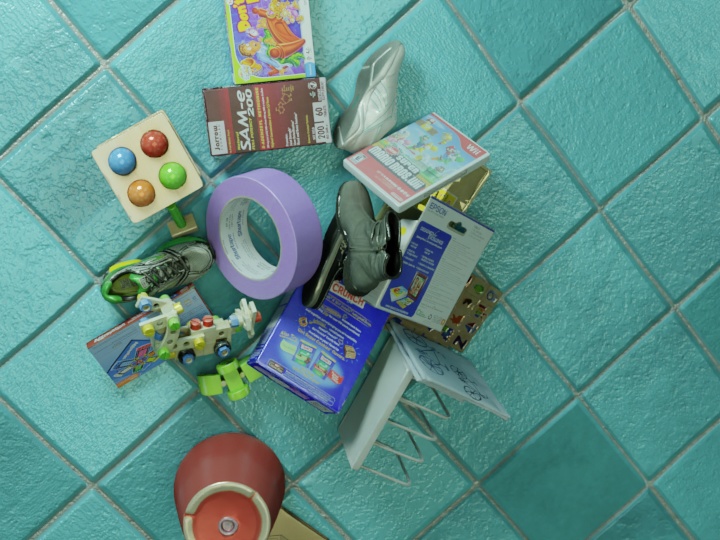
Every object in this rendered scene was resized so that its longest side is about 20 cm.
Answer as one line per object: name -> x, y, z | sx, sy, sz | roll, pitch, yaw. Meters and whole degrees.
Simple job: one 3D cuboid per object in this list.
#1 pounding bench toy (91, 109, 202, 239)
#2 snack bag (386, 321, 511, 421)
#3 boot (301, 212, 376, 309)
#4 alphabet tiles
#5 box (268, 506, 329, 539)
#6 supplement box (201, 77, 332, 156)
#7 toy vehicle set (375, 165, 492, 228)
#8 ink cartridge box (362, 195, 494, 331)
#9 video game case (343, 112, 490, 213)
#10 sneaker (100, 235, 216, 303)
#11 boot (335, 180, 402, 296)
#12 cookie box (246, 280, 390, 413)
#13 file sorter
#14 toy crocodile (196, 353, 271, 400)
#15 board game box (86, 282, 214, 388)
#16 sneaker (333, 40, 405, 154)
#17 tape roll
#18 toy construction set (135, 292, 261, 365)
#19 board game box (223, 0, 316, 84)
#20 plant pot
pounding bench toy -> -0.312, -0.132, 1.499 | 0.124, 0.156, 0.201 | -30, 106, -4
snack bag -> 0.147, 0.171, 1.627 | 0.199, 0.189, 0.021 | 27, 106, -28
boot -> 0.001, -0.001, 1.581 | 0.153, 0.073, 0.205 | 32, 65, -20
alphabet tiles -> 0.137, 0.083, 1.702 | 0.167, 0.008, 0.201 | 31, 98, -24
box -> -0.174, 0.527, 1.735 | 0.163, 0.021, 0.200 | 38, 93, -16
supplement box -> -0.152, -0.251, 1.558 | 0.199, 0.061, 0.110 | -8, 104, -9
toy vehicle set -> 0.122, -0.124, 1.658 | 0.124, 0.027, 0.201 | 33, 93, -16
ink cartridge box -> 0.115, -0.011, 1.593 | 0.197, 0.047, 0.201 | 23, 94, -48
video game case -> 0.092, -0.180, 1.560 | 0.199, 0.143, 0.018 | -31, 144, -26
sneaker -> -0.326, 0.009, 1.552 | 0.199, 0.085, 0.078 | -23, 108, 2
boot -> 0.023, -0.066, 1.492 | 0.067, 0.131, 0.201 | 6, 68, -29
cookie box -> -0.068, 0.112, 1.611 | 0.171, 0.075, 0.201 | 34, 72, -15
file sorter -> 0.070, 0.246, 1.658 | 0.124, 0.139, 0.201 | 24, 103, -19
toy crocodile -> -0.184, 0.165, 1.643 | 0.199, 0.062, 0.068 | -25, 105, -10
board game box -> -0.343, 0.109, 1.597 | 0.199, 0.019, 0.103 | -30, 127, -5
sneaker -> 0.028, -0.284, 1.592 | 0.080, 0.070, 0.201 | 22, 100, -30
tape roll -> -0.155, -0.058, 1.528 | 0.065, 0.199, 0.202 | -26, 110, -48
toy construction set -> -0.262, 0.090, 1.557 | 0.198, 0.092, 0.132 | -2, 125, -11
board game box -> -0.149, -0.406, 1.534 | 0.133, 0.045, 0.201 | -8, 103, -10
plant pot -> -0.221, 0.394, 1.606 | 0.199, 0.177, 0.202 | -1, 98, -7
